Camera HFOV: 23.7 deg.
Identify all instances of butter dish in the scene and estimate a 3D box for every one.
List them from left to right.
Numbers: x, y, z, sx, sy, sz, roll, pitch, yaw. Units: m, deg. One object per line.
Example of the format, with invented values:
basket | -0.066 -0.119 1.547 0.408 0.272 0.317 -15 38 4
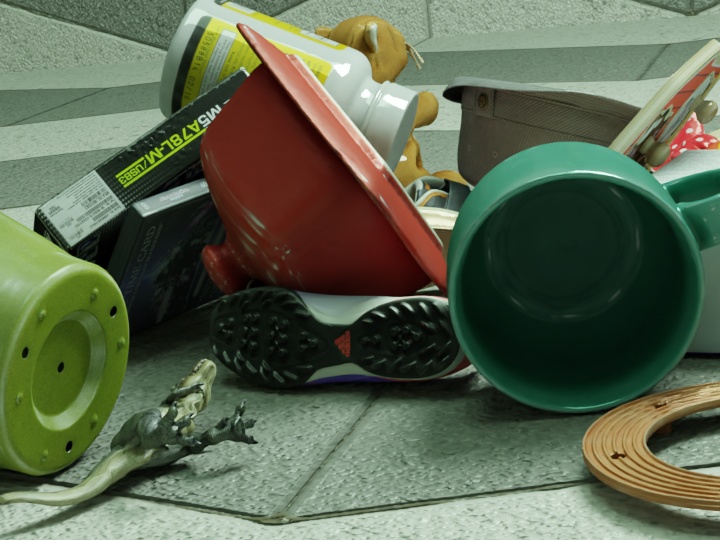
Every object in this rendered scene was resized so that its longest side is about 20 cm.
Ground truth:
butter dish | -0.048 -0.039 1.223 0.148 0.200 0.200 -39 57 0

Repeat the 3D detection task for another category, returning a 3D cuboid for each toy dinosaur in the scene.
toy dinosaur | -0.118 0.099 1.008 0.088 0.048 0.200 -16 7 31

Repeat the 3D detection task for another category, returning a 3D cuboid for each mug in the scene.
mug | 0.145 -0.001 1.064 0.183 0.153 0.115 6 17 0

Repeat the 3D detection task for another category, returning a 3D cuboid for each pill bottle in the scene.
pill bottle | -0.057 -0.144 1.424 0.199 0.112 0.111 21 19 8

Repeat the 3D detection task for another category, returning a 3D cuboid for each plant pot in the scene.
plant pot | -0.254 0.040 1.056 0.192 0.202 0.200 14 21 26

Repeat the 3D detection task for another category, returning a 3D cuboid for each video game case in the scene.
video game case | -0.120 -0.021 1.324 0.019 0.143 0.199 43 41 21

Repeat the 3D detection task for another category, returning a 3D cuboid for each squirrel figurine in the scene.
squirrel figurine | -0.011 -0.155 1.712 0.199 0.188 0.141 -15 16 -32

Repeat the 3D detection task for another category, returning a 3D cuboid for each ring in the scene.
ring | 0.218 0.095 0.916 0.199 0.019 0.201 -6 12 1

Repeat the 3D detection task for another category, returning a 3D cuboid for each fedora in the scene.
fedora | 0.151 -0.099 1.410 0.199 0.091 0.176 15 3 44

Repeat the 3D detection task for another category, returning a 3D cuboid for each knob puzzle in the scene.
knob puzzle | 0.212 -0.082 1.273 0.030 0.220 0.219 40 29 12

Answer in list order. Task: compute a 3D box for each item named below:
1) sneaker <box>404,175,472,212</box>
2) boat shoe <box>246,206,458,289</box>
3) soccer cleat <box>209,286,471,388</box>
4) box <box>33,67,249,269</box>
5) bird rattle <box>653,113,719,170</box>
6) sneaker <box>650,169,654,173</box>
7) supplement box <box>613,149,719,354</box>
sneaker | 0.083 -0.038 1.415 0.198 0.080 0.078 -6 12 -5
boat shoe | 0.000 0.000 1.330 0.198 0.074 0.069 -9 24 -2
soccer cleat | -0.009 0.047 1.158 0.199 0.069 0.073 -1 -6 29
box | -0.167 -0.053 1.334 0.200 0.048 0.193 -37 -10 -22
bird rattle | 0.329 -0.104 1.541 0.198 0.113 0.163 -4 29 23
sneaker | 0.224 -0.068 1.474 0.199 0.081 0.073 8 17 41
supplement box | 0.248 -0.018 1.195 0.103 0.102 0.200 0 15 26
